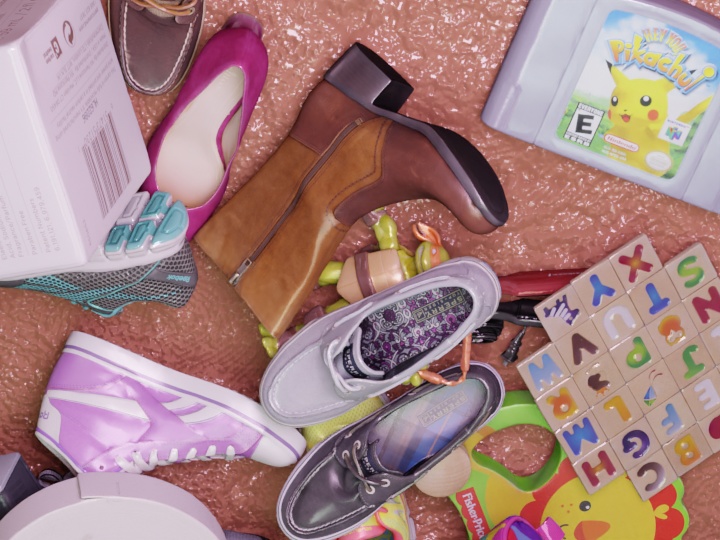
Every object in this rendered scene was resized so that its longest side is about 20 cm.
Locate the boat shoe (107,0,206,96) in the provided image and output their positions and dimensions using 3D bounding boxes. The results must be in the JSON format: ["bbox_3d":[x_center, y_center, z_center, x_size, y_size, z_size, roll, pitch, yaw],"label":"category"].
[{"bbox_3d":[-0.140,-0.209,1.612,0.072,0.072,0.201,13,116,-3],"label":"boat shoe"}]

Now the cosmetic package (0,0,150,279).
[{"bbox_3d":[-0.279,-0.095,1.606,0.199,0.167,0.167,-9,114,15],"label":"cosmetic package"}]

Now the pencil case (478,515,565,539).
[{"bbox_3d":[0.071,0.264,1.739,0.200,0.088,0.088,-38,108,26],"label":"pencil case"}]

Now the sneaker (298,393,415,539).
[{"bbox_3d":[0.000,0.168,1.770,0.078,0.090,0.201,-15,112,11],"label":"sneaker"}]

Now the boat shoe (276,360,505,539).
[{"bbox_3d":[0.021,0.136,1.699,0.200,0.066,0.070,-32,86,4],"label":"boat shoe"}]

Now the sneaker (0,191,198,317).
[{"bbox_3d":[-0.209,0.000,1.702,0.199,0.078,0.091,-1,134,24],"label":"sneaker"}]

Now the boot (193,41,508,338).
[{"bbox_3d":[-0.010,-0.033,1.639,0.188,0.068,0.200,45,105,21],"label":"boot"}]

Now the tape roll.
[{"bbox_3d":[-0.192,0.243,1.735,0.202,0.037,0.203,-5,119,-10],"label":"tape roll"}]

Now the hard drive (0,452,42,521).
[{"bbox_3d":[-0.313,0.226,1.801,0.200,0.042,0.135,-22,106,32],"label":"hard drive"}]

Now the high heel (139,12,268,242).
[{"bbox_3d":[-0.115,-0.085,1.655,0.067,0.096,0.200,26,113,-9],"label":"high heel"}]

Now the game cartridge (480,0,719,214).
[{"bbox_3d":[0.202,-0.132,1.654,0.199,0.040,0.134,19,110,-7],"label":"game cartridge"}]

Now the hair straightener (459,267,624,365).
[{"bbox_3d":[0.101,0.041,1.733,0.199,0.041,0.077,-4,114,5],"label":"hair straightener"}]

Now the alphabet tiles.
[{"bbox_3d":[0.212,0.075,1.725,0.166,0.006,0.200,-34,119,-4],"label":"alphabet tiles"}]

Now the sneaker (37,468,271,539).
[{"bbox_3d":[-0.158,0.198,1.797,0.199,0.076,0.114,1,117,5],"label":"sneaker"}]

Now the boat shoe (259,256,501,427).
[{"bbox_3d":[0.006,0.053,1.632,0.200,0.071,0.070,-31,90,18],"label":"boat shoe"}]

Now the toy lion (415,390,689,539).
[{"bbox_3d":[0.153,0.179,1.789,0.191,0.069,0.201,-21,112,4],"label":"toy lion"}]

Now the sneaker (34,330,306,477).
[{"bbox_3d":[-0.148,0.135,1.746,0.200,0.073,0.115,20,73,2],"label":"sneaker"}]

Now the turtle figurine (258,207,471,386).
[{"bbox_3d":[0.000,0.000,1.704,0.161,0.064,0.201,-16,87,16],"label":"turtle figurine"}]
